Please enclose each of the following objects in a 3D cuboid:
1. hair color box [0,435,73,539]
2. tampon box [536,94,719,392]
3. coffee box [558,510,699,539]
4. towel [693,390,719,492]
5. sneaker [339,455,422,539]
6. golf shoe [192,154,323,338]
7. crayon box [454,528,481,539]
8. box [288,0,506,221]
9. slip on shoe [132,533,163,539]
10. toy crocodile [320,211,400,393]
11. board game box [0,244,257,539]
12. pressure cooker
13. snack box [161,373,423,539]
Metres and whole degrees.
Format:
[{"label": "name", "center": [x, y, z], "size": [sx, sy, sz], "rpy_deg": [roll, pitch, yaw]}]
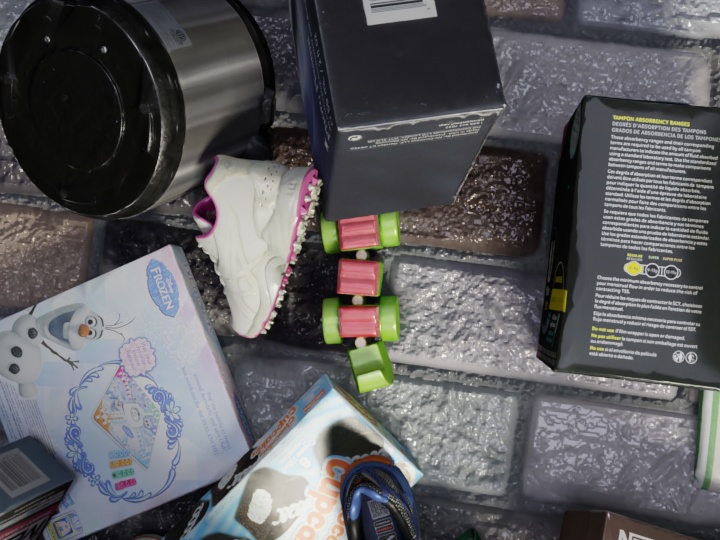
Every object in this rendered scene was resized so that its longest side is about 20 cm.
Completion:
[{"label": "hair color box", "center": [-0.327, 0.241, 0.849], "size": [0.060, 0.099, 0.201], "rpy_deg": [38, 108, 13]}, {"label": "tampon box", "center": [0.214, -0.020, 0.802], "size": [0.124, 0.150, 0.204], "rpy_deg": [6, 89, 5]}, {"label": "coffee box", "center": [0.249, 0.267, 0.795], "size": [0.197, 0.080, 0.115], "rpy_deg": [19, 74, -8]}, {"label": "towel", "center": [0.378, 0.118, 0.848], "size": [0.196, 0.023, 0.155], "rpy_deg": [5, 90, 4]}, {"label": "sneaker", "center": [0.030, 0.244, 0.793], "size": [0.075, 0.078, 0.202], "rpy_deg": [-27, 82, 6]}, {"label": "golf shoe", "center": [-0.091, -0.021, 0.824], "size": [0.090, 0.201, 0.076], "rpy_deg": [18, 49, -3]}, {"label": "crayon box", "center": [0.046, 0.323, 0.857], "size": [0.199, 0.058, 0.120], "rpy_deg": [-35, 85, 4]}, {"label": "box", "center": [0.015, -0.165, 0.777], "size": [0.121, 0.199, 0.203], "rpy_deg": [-8, 76, -6]}, {"label": "slip on shoe", "center": [-0.172, 0.328, 0.878], "size": [0.073, 0.061, 0.204], "rpy_deg": [-4, 87, 7]}, {"label": "toy crocodile", "center": [0.000, 0.000, 0.868], "size": [0.066, 0.062, 0.204], "rpy_deg": [-2, 88, 5]}, {"label": "board game box", "center": [-0.211, 0.109, 0.895], "size": [0.196, 0.043, 0.203], "rpy_deg": [-22, 87, 6]}, {"label": "pressure cooker", "center": [-0.163, -0.143, 0.827], "size": [0.176, 0.200, 0.179], "rpy_deg": [2, 110, 27]}, {"label": "snack box", "center": [-0.057, 0.197, 0.860], "size": [0.200, 0.037, 0.116], "rpy_deg": [-45, 110, 3]}]
